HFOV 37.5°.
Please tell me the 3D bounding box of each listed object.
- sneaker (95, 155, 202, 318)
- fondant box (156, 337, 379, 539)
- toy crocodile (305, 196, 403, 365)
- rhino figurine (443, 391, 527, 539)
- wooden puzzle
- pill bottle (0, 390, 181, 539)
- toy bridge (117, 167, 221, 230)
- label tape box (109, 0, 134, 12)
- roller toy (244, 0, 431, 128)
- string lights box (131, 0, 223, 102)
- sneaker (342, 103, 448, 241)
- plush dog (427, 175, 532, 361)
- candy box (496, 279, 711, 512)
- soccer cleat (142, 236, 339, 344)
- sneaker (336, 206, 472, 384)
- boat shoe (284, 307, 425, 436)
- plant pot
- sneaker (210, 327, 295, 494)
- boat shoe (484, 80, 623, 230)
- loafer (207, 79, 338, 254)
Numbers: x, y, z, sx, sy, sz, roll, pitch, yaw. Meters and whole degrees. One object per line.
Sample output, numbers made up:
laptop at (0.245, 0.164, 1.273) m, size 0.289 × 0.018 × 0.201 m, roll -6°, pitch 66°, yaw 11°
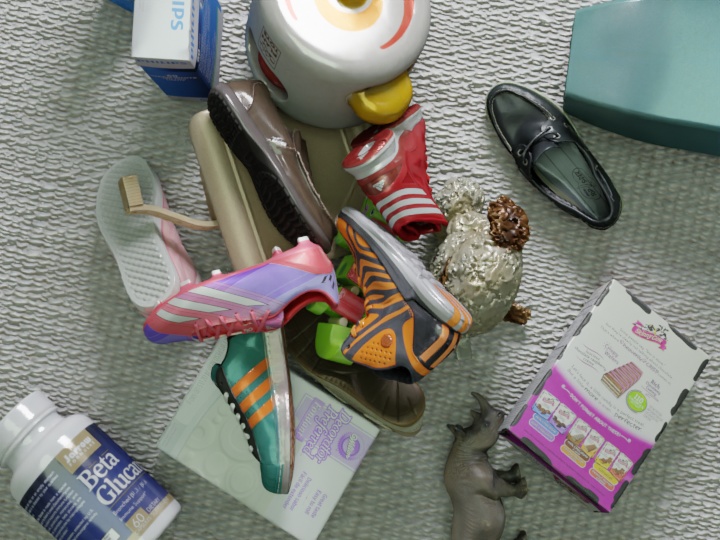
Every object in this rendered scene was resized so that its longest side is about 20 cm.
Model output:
sneaker at (-0.225, -0.021, 1.146) m, size 0.074 × 0.105 × 0.202 m, roll -23°, pitch 59°, yaw 2°
fondant box at (-0.097, 0.176, 1.140) m, size 0.198 × 0.058 × 0.146 m, roll 32°, pitch 88°, yaw 0°
toy crocodile at (0.000, 0.000, 1.097) m, size 0.067 × 0.061 × 0.203 m, roll 30°, pitch 73°, yaw -23°
rhino figurine at (0.133, 0.232, 1.137) m, size 0.086 × 0.060 × 0.204 m, roll -6°, pitch 87°, yaw -3°
wooden puzzle at (-0.068, -0.097, 1.135) m, size 0.197 × 0.037 × 0.188 m, roll -19°, pitch 89°, yaw -25°
pill bottle at (-0.294, 0.224, 1.112) m, size 0.200 × 0.111 × 0.111 m, roll 42°, pitch 89°, yaw 1°
toy bridge at (-0.152, -0.080, 1.119) m, size 0.197 × 0.027 × 0.068 m, roll -12°, pitch 85°, yaw -29°
label tape box at (-0.218, -0.382, 1.113) m, size 0.065 × 0.143 × 0.203 m, roll 24°, pitch 89°, yaw 0°
roller toy at (-0.024, -0.251, 1.086) m, size 0.179 × 0.140 × 0.203 m, roll 16°, pitch 69°, yaw -9°
string lights box at (-0.181, -0.243, 1.081) m, size 0.058 × 0.200 × 0.105 m, roll 4°, pitch 88°, yaw 0°
sneaker at (0.044, -0.094, 1.095) m, size 0.077 × 0.200 × 0.117 m, roll -23°, pitch 104°, yaw 25°
plush dog at (0.114, 0.015, 1.086) m, size 0.159 × 0.172 × 0.202 m, roll 32°, pitch 88°, yaw 1°
candy box at (0.256, 0.132, 1.120) m, size 0.136 × 0.061 × 0.201 m, roll 39°, pitch 78°, yaw 1°
soccer cleat at (-0.117, 0.036, 1.038) m, size 0.197 × 0.067 × 0.077 m, roll -24°, pitch 73°, yaw -2°
sneaker at (0.011, 0.028, 1.012) m, size 0.112 × 0.077 × 0.200 m, roll -50°, pitch 47°, yaw 10°
boat shoe at (-0.013, 0.106, 1.135) m, size 0.199 × 0.065 × 0.072 m, roll 36°, pitch 70°, yaw 21°
plant pot at (0.315, -0.207, 1.113) m, size 0.196 × 0.141 × 0.144 m, roll 7°, pitch 88°, yaw 10°
sneaker at (-0.110, 0.128, 1.082) m, size 0.078 × 0.071 × 0.204 m, roll -7°, pitch 79°, yaw 0°
boat shoe at (0.205, -0.121, 1.136) m, size 0.074 × 0.066 × 0.200 m, roll -37°, pitch 91°, yaw 20°
loafer at (-0.075, -0.110, 1.073) m, size 0.071 × 0.073 × 0.202 m, roll -34°, pitch 97°, yaw -26°
